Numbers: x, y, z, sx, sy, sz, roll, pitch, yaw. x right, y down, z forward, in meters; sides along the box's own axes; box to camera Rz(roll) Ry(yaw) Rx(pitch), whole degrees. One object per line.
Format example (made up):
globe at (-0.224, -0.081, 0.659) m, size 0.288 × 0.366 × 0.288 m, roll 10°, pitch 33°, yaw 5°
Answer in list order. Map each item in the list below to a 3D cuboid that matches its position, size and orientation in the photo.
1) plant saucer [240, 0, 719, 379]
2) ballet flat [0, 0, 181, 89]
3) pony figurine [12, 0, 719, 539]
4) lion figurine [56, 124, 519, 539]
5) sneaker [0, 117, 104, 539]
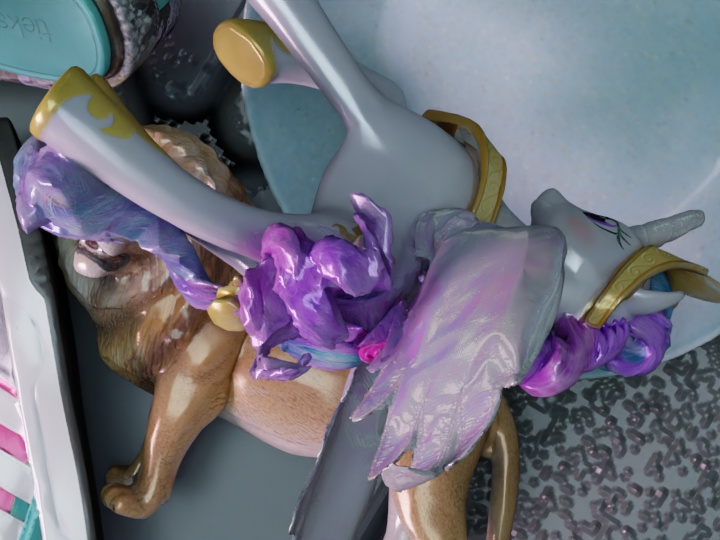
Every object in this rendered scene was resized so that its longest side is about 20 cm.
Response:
plant saucer at (0.060, -0.064, 0.811) m, size 0.201 × 0.039 × 0.201 m, roll 6°, pitch 111°, yaw 17°
ballet flat at (-0.140, -0.099, 0.835) m, size 0.200 × 0.072 × 0.072 m, roll 11°, pitch 90°, yaw 32°
pony figurine at (0.000, 0.000, 0.727) m, size 0.200 × 0.167 × 0.193 m, roll 36°, pitch 52°, yaw -2°
lion figurine at (-0.015, 0.039, 0.824) m, size 0.200 × 0.072 × 0.123 m, roll 24°, pitch 95°, yaw 0°
sneaker at (-0.153, 0.054, 0.833) m, size 0.121 × 0.084 × 0.200 m, roll -8°, pitch 89°, yaw -4°
